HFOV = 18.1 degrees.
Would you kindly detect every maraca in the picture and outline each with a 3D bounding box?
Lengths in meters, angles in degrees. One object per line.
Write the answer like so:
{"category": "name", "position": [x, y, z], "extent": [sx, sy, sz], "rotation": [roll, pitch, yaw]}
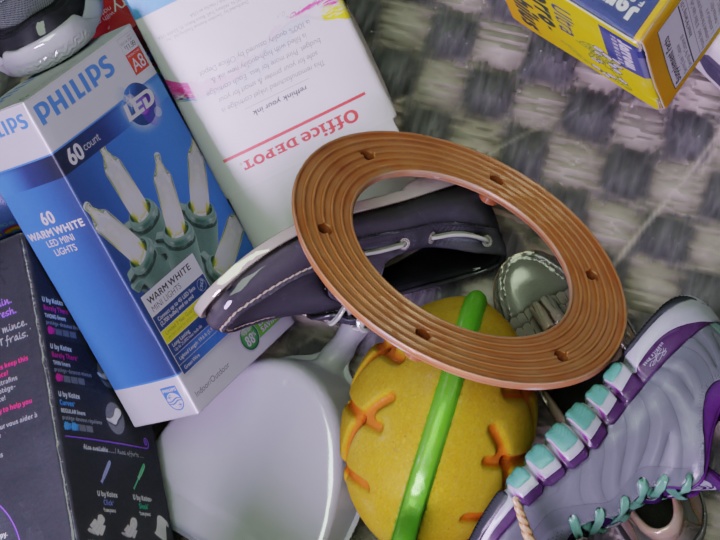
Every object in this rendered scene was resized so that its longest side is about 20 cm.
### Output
{"category": "maraca", "position": [0.037, 0.105, 1.243], "extent": [0.106, 0.137, 0.201], "rotation": [15, 68, 6]}

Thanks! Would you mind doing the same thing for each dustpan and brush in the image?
{"category": "dustpan and brush", "position": [-0.033, 0.076, 1.319], "extent": [0.139, 0.057, 0.201], "rotation": [25, 88, 28]}

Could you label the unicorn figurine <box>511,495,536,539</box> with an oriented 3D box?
{"category": "unicorn figurine", "position": [0.151, 0.218, 1.153], "extent": [0.199, 0.074, 0.138], "rotation": [20, 39, -19]}

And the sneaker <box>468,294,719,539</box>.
{"category": "sneaker", "position": [0.140, 0.109, 1.196], "extent": [0.087, 0.074, 0.200], "rotation": [40, 86, 16]}

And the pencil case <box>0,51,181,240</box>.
{"category": "pencil case", "position": [-0.197, -0.062, 1.368], "extent": [0.199, 0.078, 0.087], "rotation": [-20, 79, 6]}

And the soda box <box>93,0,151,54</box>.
{"category": "soda box", "position": [-0.097, -0.197, 1.390], "extent": [0.199, 0.063, 0.070], "rotation": [-32, 72, 1]}

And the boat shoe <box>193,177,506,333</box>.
{"category": "boat shoe", "position": [0.000, 0.000, 1.282], "extent": [0.199, 0.073, 0.063], "rotation": [-23, 75, -31]}

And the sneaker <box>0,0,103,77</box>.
{"category": "sneaker", "position": [-0.212, -0.197, 1.305], "extent": [0.075, 0.114, 0.200], "rotation": [-29, 36, 4]}

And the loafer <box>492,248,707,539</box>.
{"category": "loafer", "position": [0.136, 0.069, 1.275], "extent": [0.072, 0.063, 0.201], "rotation": [-30, 72, 3]}

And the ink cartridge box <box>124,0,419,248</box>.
{"category": "ink cartridge box", "position": [-0.055, -0.124, 1.334], "extent": [0.115, 0.068, 0.201], "rotation": [-24, 108, 4]}

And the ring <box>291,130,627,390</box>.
{"category": "ring", "position": [0.053, -0.005, 1.231], "extent": [0.200, 0.200, 0.019], "rotation": [40, 128, 17]}

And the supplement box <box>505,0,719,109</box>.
{"category": "supplement box", "position": [0.172, -0.210, 1.229], "extent": [0.109, 0.109, 0.200], "rotation": [34, 85, 20]}

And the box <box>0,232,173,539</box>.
{"category": "box", "position": [-0.195, 0.097, 1.298], "extent": [0.122, 0.106, 0.201], "rotation": [-19, 73, 24]}

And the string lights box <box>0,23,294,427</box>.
{"category": "string lights box", "position": [-0.130, -0.024, 1.280], "extent": [0.059, 0.103, 0.201], "rotation": [-14, 111, 42]}

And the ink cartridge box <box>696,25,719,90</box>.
{"category": "ink cartridge box", "position": [0.268, -0.152, 1.294], "extent": [0.145, 0.084, 0.200], "rotation": [-44, 72, -1]}
